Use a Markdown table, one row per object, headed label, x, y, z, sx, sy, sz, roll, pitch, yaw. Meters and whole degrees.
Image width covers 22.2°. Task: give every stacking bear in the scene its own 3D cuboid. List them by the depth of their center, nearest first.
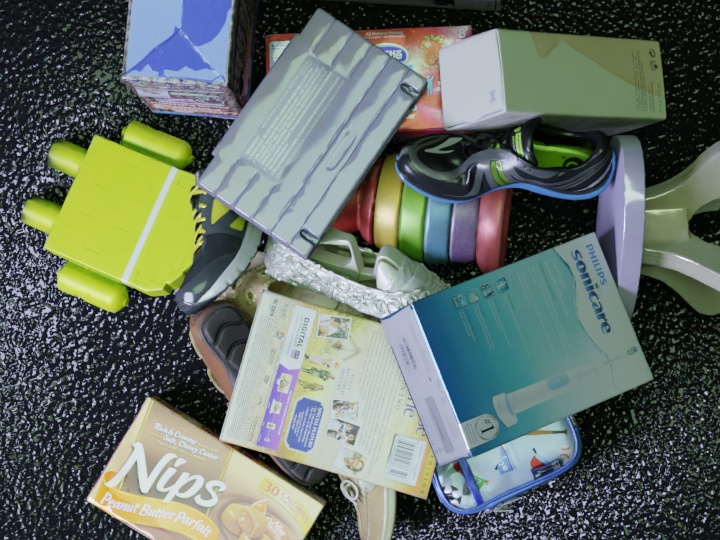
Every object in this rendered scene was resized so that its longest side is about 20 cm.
| label | x | y | z | sx | sy | sz | roll | pitch | yaw |
| --- | --- | --- | --- | --- | --- | --- | --- | --- | --- |
| stacking bear | 0.040 | -0.062 | 1.739 | 0.199 | 0.114 | 0.122 | 7 | 89 | 8 |

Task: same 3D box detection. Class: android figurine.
| label | x | y | z | sx | sy | sz | roll | pitch | yaw |
| --- | --- | --- | --- | --- | --- | --- | --- | --- | --- |
| android figurine | -0.222 | -0.051 | 1.772 | 0.199 | 0.041 | 0.183 | 21 | 83 | 10 |

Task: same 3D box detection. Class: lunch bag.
| label | x | y | z | sx | sy | sz | roll | pitch | yaw |
| --- | --- | --- | --- | --- | --- | --- | --- | --- | --- |
| lunch bag | 0.113 | 0.130 | 1.737 | 0.160 | 0.076 | 0.201 | -23 | 84 | 3 |

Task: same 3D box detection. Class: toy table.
| label | x | y | z | sx | sy | sz | roll | pitch | yaw |
| --- | --- | --- | --- | --- | --- | --- | --- | --- | --- |
| toy table | 0.286 | -0.035 | 1.699 | 0.116 | 0.201 | 0.184 | -1 | 47 | -2 |

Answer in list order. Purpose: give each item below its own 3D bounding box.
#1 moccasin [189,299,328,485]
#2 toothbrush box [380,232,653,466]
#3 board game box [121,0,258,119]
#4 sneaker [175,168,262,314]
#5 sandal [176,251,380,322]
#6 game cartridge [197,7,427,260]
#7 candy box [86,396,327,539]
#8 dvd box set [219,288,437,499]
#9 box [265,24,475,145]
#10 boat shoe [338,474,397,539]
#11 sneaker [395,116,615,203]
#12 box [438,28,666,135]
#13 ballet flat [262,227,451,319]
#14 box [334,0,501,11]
| label | x | y | z | sx | sy | sz | roll | pitch | yaw |
| --- | --- | --- | --- | --- | --- | --- | --- | --- | --- |
| moccasin | -0.097 | 0.119 | 1.748 | 0.074 | 0.078 | 0.202 | -44 | 101 | -17 |
| toothbrush box | 0.141 | 0.070 | 1.648 | 0.199 | 0.085 | 0.147 | -22 | 87 | -22 |
| board game box | -0.154 | -0.236 | 1.709 | 0.096 | 0.200 | 0.160 | 5 | 87 | 2 |
| sneaker | -0.133 | -0.047 | 1.715 | 0.084 | 0.074 | 0.200 | 36 | 56 | -12 |
| sandal | -0.076 | 0.023 | 1.753 | 0.211 | 0.070 | 0.078 | 9 | 87 | 3 |
| game cartridge | -0.045 | -0.126 | 1.680 | 0.129 | 0.038 | 0.200 | 34 | 84 | 9 |
| candy box | -0.145 | 0.220 | 1.750 | 0.199 | 0.055 | 0.116 | 31 | 88 | 5 |
| dvd box set | -0.015 | 0.114 | 1.687 | 0.199 | 0.029 | 0.147 | 15 | 84 | 1 |
| box | 0.011 | -0.173 | 1.750 | 0.199 | 0.095 | 0.100 | -3 | 86 | 2 |
| boat shoe | -0.006 | 0.163 | 1.732 | 0.063 | 0.073 | 0.202 | -5 | 89 | -12 |
| sneaker | 0.130 | -0.106 | 1.646 | 0.198 | 0.083 | 0.071 | 0 | 59 | 0 |
| box | 0.178 | -0.171 | 1.695 | 0.199 | 0.095 | 0.078 | -1 | 84 | -36 |
| ballet flat | 0.000 | 0.000 | 1.701 | 0.199 | 0.072 | 0.072 | 16 | 87 | 13 |
| box | 0.040 | -0.295 | 1.749 | 0.199 | 0.117 | 0.060 | 4 | 84 | 4 |
